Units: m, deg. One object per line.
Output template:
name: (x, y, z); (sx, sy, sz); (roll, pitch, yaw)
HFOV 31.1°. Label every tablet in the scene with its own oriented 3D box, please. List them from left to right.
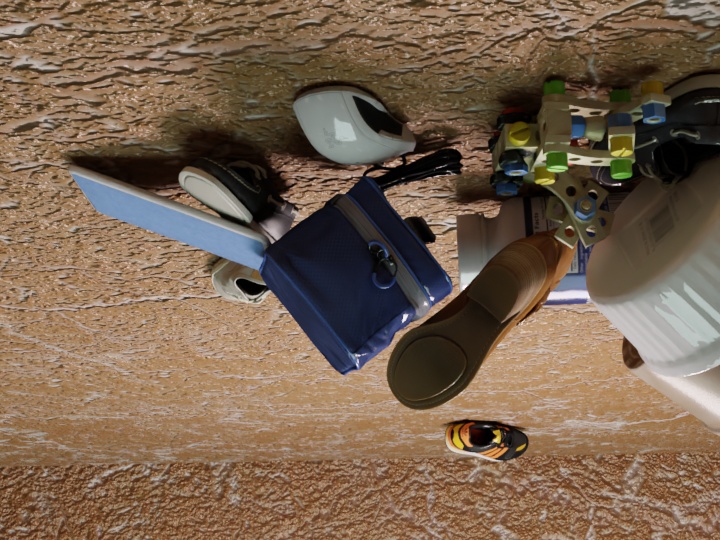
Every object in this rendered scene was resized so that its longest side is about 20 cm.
tablet: (-0.176, -0.048, 1.237); (0.199, 0.014, 0.130); (19, 167, 5)

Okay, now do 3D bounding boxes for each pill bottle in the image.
pill bottle: (0.198, -0.020, 1.304); (0.198, 0.112, 0.111); (-3, 164, 6)

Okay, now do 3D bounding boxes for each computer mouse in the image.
computer mouse: (0.007, -0.105, 1.124); (0.109, 0.044, 0.200); (-9, 162, 29)

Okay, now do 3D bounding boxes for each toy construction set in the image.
toy construction set: (0.179, -0.096, 1.101); (0.130, 0.093, 0.200); (-1, 154, -1)

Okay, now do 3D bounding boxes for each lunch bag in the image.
lunch bag: (0.000, 0.000, 1.157); (0.132, 0.136, 0.200); (-39, 180, -10)

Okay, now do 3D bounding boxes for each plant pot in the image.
plant pot: (0.435, 0.098, 1.636); (0.173, 0.201, 0.200); (20, 159, -12)

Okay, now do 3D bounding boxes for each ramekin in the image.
ramekin: (0.290, -0.015, 1.132); (0.098, 0.201, 0.200); (38, 150, -15)

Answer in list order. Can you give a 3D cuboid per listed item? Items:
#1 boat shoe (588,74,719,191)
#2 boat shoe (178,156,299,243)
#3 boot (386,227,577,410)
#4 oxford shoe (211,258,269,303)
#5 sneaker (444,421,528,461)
boat shoe: (0.257, -0.103, 1.113); (0.072, 0.063, 0.200); (6, 162, -20)
boat shoe: (-0.107, -0.070, 1.210); (0.074, 0.061, 0.200); (27, 171, 25)
boot: (0.120, 0.043, 1.203); (0.200, 0.074, 0.155); (-46, 170, 33)
oxford shoe: (-0.130, 0.013, 1.496); (0.075, 0.058, 0.200); (2, 165, -18)
sneaker: (0.274, 0.348, 2.635); (0.199, 0.070, 0.090); (10, 164, -27)
